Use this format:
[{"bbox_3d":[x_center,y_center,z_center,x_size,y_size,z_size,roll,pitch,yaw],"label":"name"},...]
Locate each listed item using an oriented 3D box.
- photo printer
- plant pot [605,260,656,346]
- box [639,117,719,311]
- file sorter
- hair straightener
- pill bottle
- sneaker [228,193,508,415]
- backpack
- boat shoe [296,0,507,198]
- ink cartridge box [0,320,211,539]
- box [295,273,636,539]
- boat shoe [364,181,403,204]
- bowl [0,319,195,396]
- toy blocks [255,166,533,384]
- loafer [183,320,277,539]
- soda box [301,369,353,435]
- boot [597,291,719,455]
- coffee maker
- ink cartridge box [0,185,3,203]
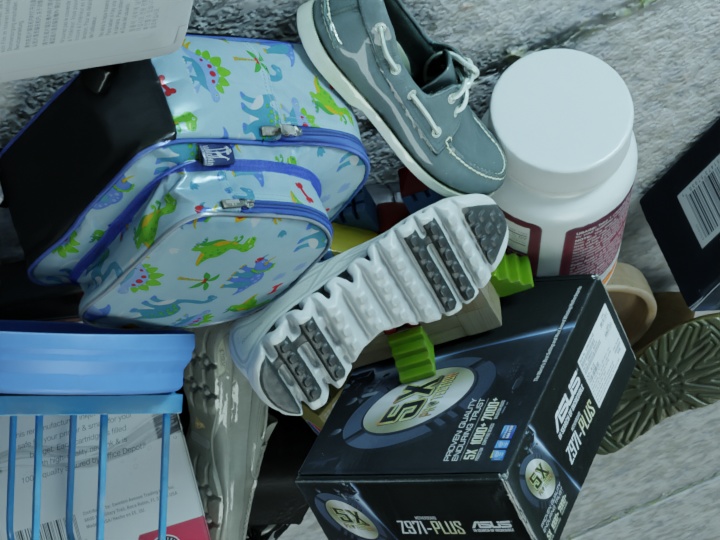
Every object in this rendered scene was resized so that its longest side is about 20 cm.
[{"bbox_3d":[-0.184,-0.165,1.244,0.200,0.070,0.166,-12,153,-18],"label":"photo printer"},{"bbox_3d":[0.119,0.027,1.815,0.200,0.093,0.201,-18,155,-9],"label":"plant pot"},{"bbox_3d":[0.346,-0.053,1.820,0.200,0.107,0.148,-2,148,-35],"label":"box"},{"bbox_3d":[-0.236,0.133,1.510,0.200,0.123,0.139,1,-178,-35],"label":"file sorter"},{"bbox_3d":[-0.266,0.005,1.563,0.200,0.041,0.077,-2,140,-26],"label":"hair straightener"},{"bbox_3d":[0.132,-0.061,1.634,0.114,0.114,0.200,-17,154,-9],"label":"pill bottle"},{"bbox_3d":[0.002,0.009,1.494,0.200,0.081,0.075,-32,118,-15],"label":"sneaker"},{"bbox_3d":[-0.096,-0.051,1.445,0.200,0.147,0.183,-6,155,-40],"label":"backpack"},{"bbox_3d":[0.042,-0.111,1.472,0.062,0.073,0.200,-27,133,25],"label":"boat shoe"},{"bbox_3d":[-0.198,0.137,1.664,0.145,0.200,0.083,-15,-177,-12],"label":"ink cartridge box"},{"bbox_3d":[0.075,0.100,1.609,0.163,0.200,0.086,-3,130,33],"label":"box"},{"bbox_3d":[0.021,-0.001,1.716,0.063,0.073,0.200,-17,150,-1],"label":"boat shoe"},{"bbox_3d":[-0.204,0.054,1.483,0.200,0.039,0.201,2,-179,0],"label":"bowl"},{"bbox_3d":[0.000,0.000,1.575,0.200,0.100,0.137,-17,139,15],"label":"toy blocks"},{"bbox_3d":[-0.091,0.121,1.709,0.070,0.070,0.200,-14,121,-35],"label":"loafer"},{"bbox_3d":[0.010,0.117,1.792,0.068,0.064,0.200,-49,140,-10],"label":"soda box"},{"bbox_3d":[0.251,0.058,1.911,0.175,0.066,0.200,-30,-170,22],"label":"boot"},{"bbox_3d":[-0.134,0.131,1.821,0.200,0.135,0.192,2,115,-42],"label":"coffee maker"},{"bbox_3d":[-0.326,-0.015,1.439,0.119,0.042,0.200,21,127,-42],"label":"ink cartridge box"}]
